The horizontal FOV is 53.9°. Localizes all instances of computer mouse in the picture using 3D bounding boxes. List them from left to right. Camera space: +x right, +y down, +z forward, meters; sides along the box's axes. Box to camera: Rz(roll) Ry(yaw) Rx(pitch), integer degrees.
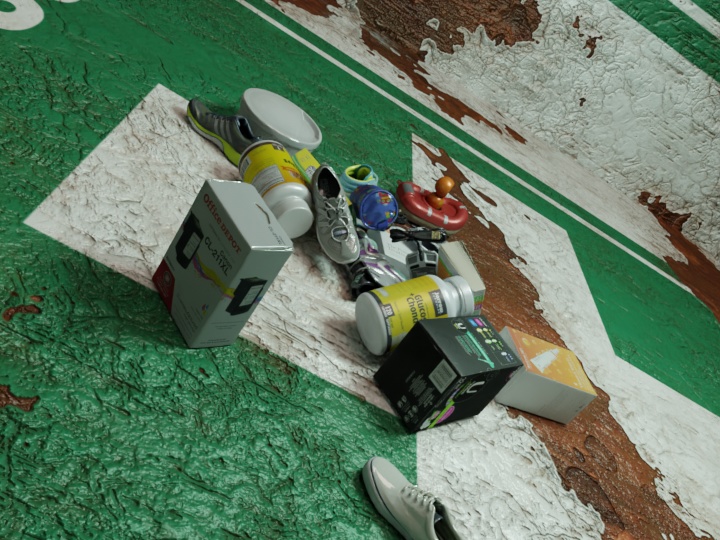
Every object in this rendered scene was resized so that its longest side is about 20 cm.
[{"bbox_3d":[0.124,-0.018,1.428,0.108,0.201,0.044,-5,49,7],"label":"computer mouse"},{"bbox_3d":[0.135,-0.064,1.552,0.199,0.044,0.110,35,22,11],"label":"computer mouse"}]

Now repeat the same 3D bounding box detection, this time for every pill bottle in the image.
[{"bbox_3d":[-0.162,-0.157,1.387,0.109,0.110,0.201,10,38,-40],"label":"pill bottle"},{"bbox_3d":[0.098,0.072,1.262,0.198,0.113,0.112,-15,52,-22],"label":"pill bottle"}]

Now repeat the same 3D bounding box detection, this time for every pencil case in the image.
[{"bbox_3d":[0.025,-0.128,1.436,0.200,0.077,0.088,-124,-168,-78],"label":"pencil case"}]

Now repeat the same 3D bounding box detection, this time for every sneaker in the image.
[{"bbox_3d":[-0.283,-0.305,1.500,0.200,0.081,0.074,40,28,6],"label":"sneaker"},{"bbox_3d":[-0.055,-0.109,1.342,0.074,0.082,0.202,-18,76,-8],"label":"sneaker"},{"bbox_3d":[0.000,0.000,1.369,0.200,0.078,0.140,40,28,7],"label":"sneaker"},{"bbox_3d":[0.023,-0.166,1.584,0.199,0.131,0.080,12,34,-39],"label":"sneaker"},{"bbox_3d":[0.083,0.331,0.977,0.200,0.071,0.073,48,30,20],"label":"sneaker"}]

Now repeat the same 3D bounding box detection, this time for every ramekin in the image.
[{"bbox_3d":[-0.194,-0.313,1.599,0.201,0.095,0.203,27,29,-17],"label":"ramekin"}]

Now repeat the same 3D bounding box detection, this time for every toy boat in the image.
[{"bbox_3d":[0.194,-0.181,1.799,0.199,0.131,0.131,21,32,-26],"label":"toy boat"}]

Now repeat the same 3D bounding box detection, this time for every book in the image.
[{"bbox_3d":[0.189,0.062,1.378,0.048,0.201,0.134,-12,47,-14],"label":"book"}]

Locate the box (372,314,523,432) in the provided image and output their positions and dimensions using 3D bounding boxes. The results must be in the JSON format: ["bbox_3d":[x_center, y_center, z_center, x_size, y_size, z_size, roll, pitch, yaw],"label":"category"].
[{"bbox_3d":[0.153,0.171,1.211,0.199,0.149,0.125,0,44,-49],"label":"box"}]

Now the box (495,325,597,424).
[{"bbox_3d":[0.357,0.213,1.433,0.199,0.098,0.125,21,32,-27],"label":"box"}]

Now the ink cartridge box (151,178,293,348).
[{"bbox_3d":[-0.204,-0.010,1.025,0.082,0.201,0.146,-1,45,-48],"label":"ink cartridge box"}]

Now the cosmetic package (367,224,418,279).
[{"bbox_3d":[0.115,-0.023,1.564,0.199,0.052,0.151,24,28,-22],"label":"cosmetic package"}]

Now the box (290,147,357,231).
[{"bbox_3d":[-0.072,-0.146,1.470,0.048,0.118,0.200,-34,65,-15],"label":"box"}]
